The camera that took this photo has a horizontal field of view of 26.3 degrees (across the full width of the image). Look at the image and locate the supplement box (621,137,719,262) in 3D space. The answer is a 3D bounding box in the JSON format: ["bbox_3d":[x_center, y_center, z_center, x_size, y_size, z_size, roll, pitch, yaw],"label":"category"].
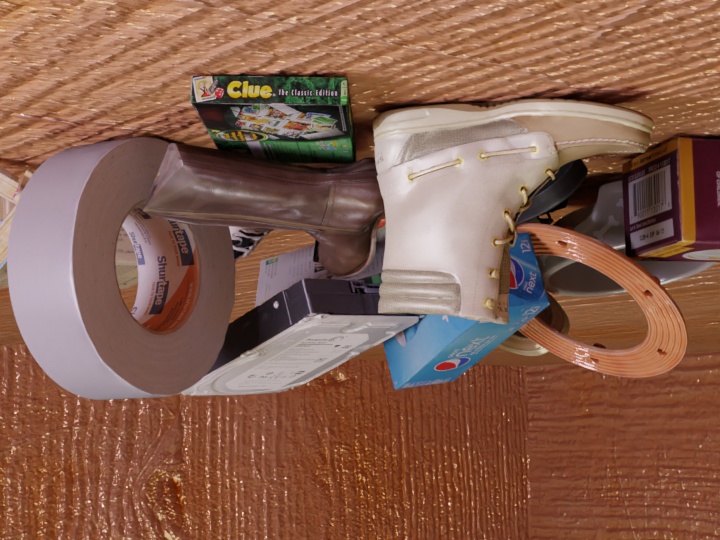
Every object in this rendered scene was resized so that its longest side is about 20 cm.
[{"bbox_3d":[0.329,-0.054,1.267,0.199,0.086,0.110,1,173,-14],"label":"supplement box"}]

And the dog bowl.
[{"bbox_3d":[0.249,-0.027,1.443,0.199,0.059,0.200,-7,163,-2],"label":"dog bowl"}]

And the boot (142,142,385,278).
[{"bbox_3d":[-0.079,-0.045,1.192,0.199,0.065,0.186,-1,156,-19],"label":"boot"}]

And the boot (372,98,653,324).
[{"bbox_3d":[0.107,-0.040,1.084,0.199,0.156,0.072,-2,173,13],"label":"boot"}]

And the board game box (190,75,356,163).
[{"bbox_3d":[-0.057,-0.104,1.096,0.104,0.024,0.200,-2,173,1],"label":"board game box"}]

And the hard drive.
[{"bbox_3d":[-0.058,0.062,1.357,0.139,0.038,0.200,3,155,-45],"label":"hard drive"}]

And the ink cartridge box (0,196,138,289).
[{"bbox_3d":[-0.276,-0.030,1.466,0.164,0.076,0.200,1,172,-25],"label":"ink cartridge box"}]

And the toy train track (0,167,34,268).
[{"bbox_3d":[-0.297,-0.027,1.302,0.114,0.033,0.200,31,132,-21],"label":"toy train track"}]

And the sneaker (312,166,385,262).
[{"bbox_3d":[0.010,-0.044,1.384,0.093,0.071,0.200,6,170,-5],"label":"sneaker"}]

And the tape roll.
[{"bbox_3d":[-0.181,-0.001,1.196,0.066,0.201,0.200,-6,171,32],"label":"tape roll"}]

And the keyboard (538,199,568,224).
[{"bbox_3d":[0.140,-0.045,1.523,0.104,0.040,0.200,3,173,-21],"label":"keyboard"}]

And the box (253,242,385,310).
[{"bbox_3d":[0.000,0.000,1.455,0.199,0.036,0.144,-18,-161,6],"label":"box"}]

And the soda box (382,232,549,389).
[{"bbox_3d":[0.086,0.039,1.350,0.064,0.068,0.200,-5,160,-26],"label":"soda box"}]

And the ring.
[{"bbox_3d":[0.194,0.024,1.348,0.200,0.019,0.201,24,151,14],"label":"ring"}]

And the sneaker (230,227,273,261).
[{"bbox_3d":[-0.107,-0.042,1.400,0.072,0.073,0.200,5,170,-29],"label":"sneaker"}]

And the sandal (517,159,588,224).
[{"bbox_3d":[0.110,-0.061,1.316,0.200,0.048,0.075,-28,-163,46],"label":"sandal"}]

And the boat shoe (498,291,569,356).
[{"bbox_3d":[0.123,0.015,1.499,0.200,0.071,0.065,37,170,46],"label":"boat shoe"}]
